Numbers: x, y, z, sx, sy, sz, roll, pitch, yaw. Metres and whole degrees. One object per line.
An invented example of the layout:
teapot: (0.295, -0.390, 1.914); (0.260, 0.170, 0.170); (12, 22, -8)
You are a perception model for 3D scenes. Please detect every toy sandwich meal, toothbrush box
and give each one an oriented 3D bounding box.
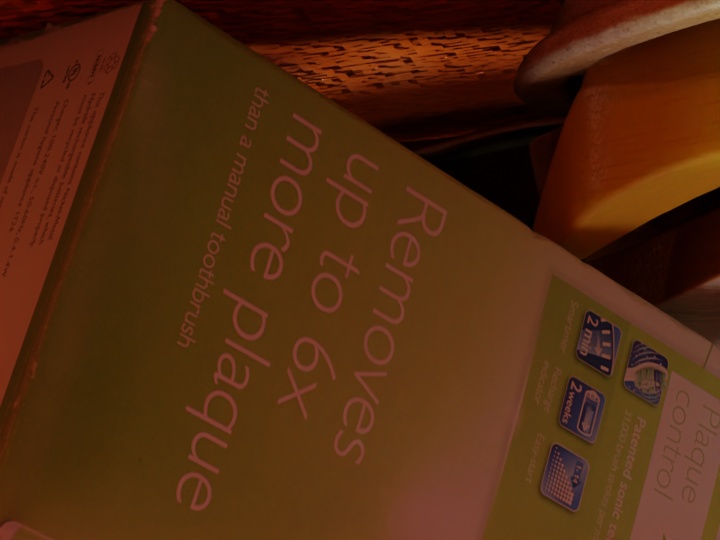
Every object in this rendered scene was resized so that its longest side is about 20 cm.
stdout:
toy sandwich meal: (0.119, -0.029, 0.595); (0.204, 0.071, 0.205); (-7, 175, -1)
toothbrush box: (-0.008, 0.062, 0.575); (0.200, 0.146, 0.086); (32, 156, -33)

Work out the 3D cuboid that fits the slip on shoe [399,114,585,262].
slip on shoe: (0.000, 0.000, 0.754); (0.199, 0.075, 0.061); (-13, 169, 1)
